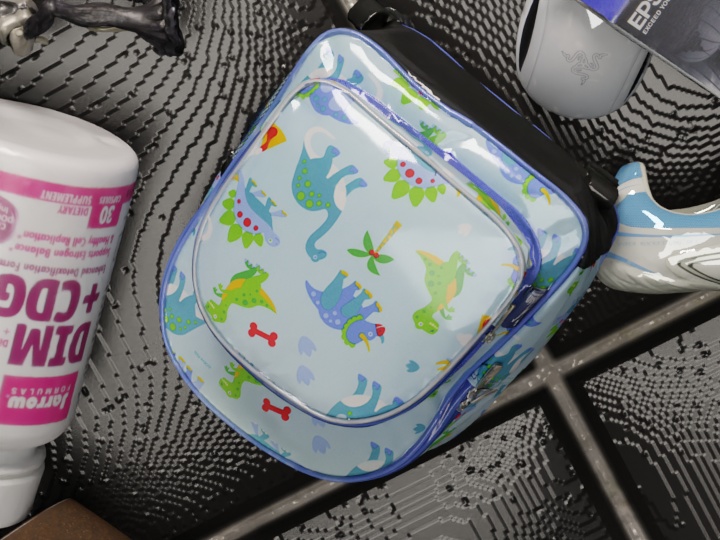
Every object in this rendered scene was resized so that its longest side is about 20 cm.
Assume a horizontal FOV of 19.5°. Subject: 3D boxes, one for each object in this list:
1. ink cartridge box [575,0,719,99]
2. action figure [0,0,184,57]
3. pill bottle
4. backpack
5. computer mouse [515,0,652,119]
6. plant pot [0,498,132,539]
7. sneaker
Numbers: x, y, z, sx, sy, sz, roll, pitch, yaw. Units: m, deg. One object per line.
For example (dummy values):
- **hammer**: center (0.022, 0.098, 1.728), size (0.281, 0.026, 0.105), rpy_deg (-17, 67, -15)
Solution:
- **ink cartridge box**: center (0.186, -0.134, 1.016), size (0.200, 0.039, 0.099), rpy_deg (29, 101, -21)
- **action figure**: center (-0.189, -0.143, 1.022), size (0.200, 0.119, 0.102), rpy_deg (-5, 140, -2)
- **pill bottle**: center (-0.189, 0.021, 1.060), size (0.113, 0.113, 0.200), rpy_deg (16, 104, -1)
- **backpack**: center (0.000, 0.000, 1.023), size (0.183, 0.147, 0.200), rpy_deg (40, 111, 10)
- **computer mouse**: center (0.133, -0.168, 1.037), size (0.110, 0.044, 0.200), rpy_deg (14, 104, -2)
- **plant pot**: center (-0.131, 0.225, 1.086), size (0.187, 0.187, 0.200), rpy_deg (-37, 85, 10)
- **sneaker**: center (0.218, -0.011, 1.060), size (0.200, 0.072, 0.073), rpy_deg (10, 96, -3)
